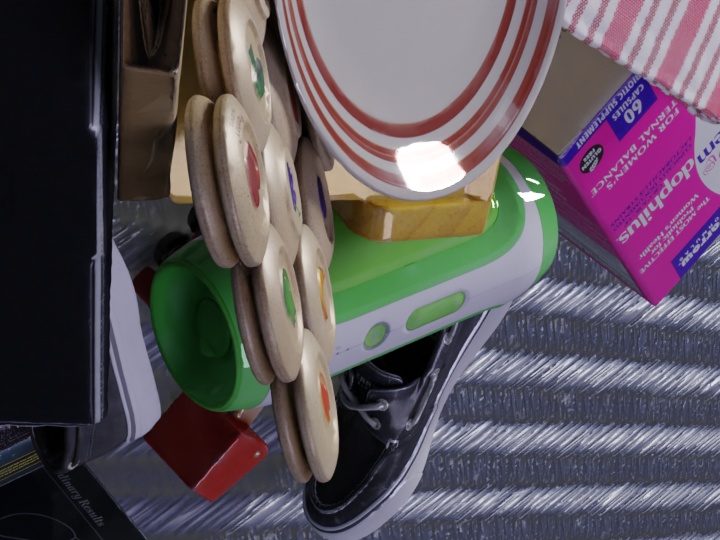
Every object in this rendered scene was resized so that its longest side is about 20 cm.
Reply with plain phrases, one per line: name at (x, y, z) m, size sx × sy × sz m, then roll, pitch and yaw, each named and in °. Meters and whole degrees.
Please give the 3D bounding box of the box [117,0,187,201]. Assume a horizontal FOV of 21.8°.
box at (-0.062, -0.116, 0.564) m, size 0.021 × 0.166 × 0.200 m, roll 2°, pitch 173°, yaw -8°

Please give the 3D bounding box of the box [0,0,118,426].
box at (-0.139, -0.088, 0.614) m, size 0.122 × 0.198 × 0.201 m, roll 2°, pitch 130°, yaw -6°

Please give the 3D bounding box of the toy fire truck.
toy fire truck at (-0.048, 0.015, 0.976) m, size 0.200 × 0.049 × 0.141 m, roll -46°, pitch 147°, yaw -5°

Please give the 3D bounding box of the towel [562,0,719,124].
towel at (0.150, -0.165, 0.892) m, size 0.199 × 0.030 × 0.148 m, roll 21°, pitch 95°, yaw -51°

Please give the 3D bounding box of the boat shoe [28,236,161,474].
boat shoe at (-0.139, 0.020, 0.803) m, size 0.066 × 0.070 × 0.201 m, roll -37°, pitch 149°, yaw -21°

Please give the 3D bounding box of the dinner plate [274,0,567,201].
dinner plate at (0.022, -0.127, 0.686) m, size 0.199 × 0.024 × 0.203 m, roll -13°, pitch 106°, yaw -53°

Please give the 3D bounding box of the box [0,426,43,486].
box at (-0.231, 0.067, 0.831) m, size 0.199 × 0.038 × 0.138 m, roll -24°, pitch 139°, yaw -32°

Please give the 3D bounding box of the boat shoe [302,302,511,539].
boat shoe at (0.017, 0.066, 1.080) m, size 0.201 × 0.072 × 0.068 m, roll -57°, pitch 147°, yaw 8°

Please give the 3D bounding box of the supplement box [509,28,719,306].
supplement box at (0.139, -0.080, 1.048) m, size 0.101 × 0.103 × 0.200 m, roll -48°, pitch 148°, yaw -2°

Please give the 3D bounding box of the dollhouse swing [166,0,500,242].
dollhouse swing at (-0.022, -0.132, 0.799) m, size 0.174 × 0.182 × 0.202 m, roll 3°, pitch 111°, yaw -18°

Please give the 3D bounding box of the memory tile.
memory tile at (-0.029, -0.043, 0.622) m, size 0.017 × 0.201 × 0.154 m, roll -10°, pitch 134°, yaw 6°

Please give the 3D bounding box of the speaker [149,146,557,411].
speaker at (0.000, 0.000, 0.894) m, size 0.199 × 0.088 × 0.089 m, roll -21°, pitch 138°, yaw -35°

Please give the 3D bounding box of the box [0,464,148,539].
box at (-0.193, 0.192, 0.900) m, size 0.199 × 0.148 × 0.108 m, roll -25°, pitch 140°, yaw -30°
